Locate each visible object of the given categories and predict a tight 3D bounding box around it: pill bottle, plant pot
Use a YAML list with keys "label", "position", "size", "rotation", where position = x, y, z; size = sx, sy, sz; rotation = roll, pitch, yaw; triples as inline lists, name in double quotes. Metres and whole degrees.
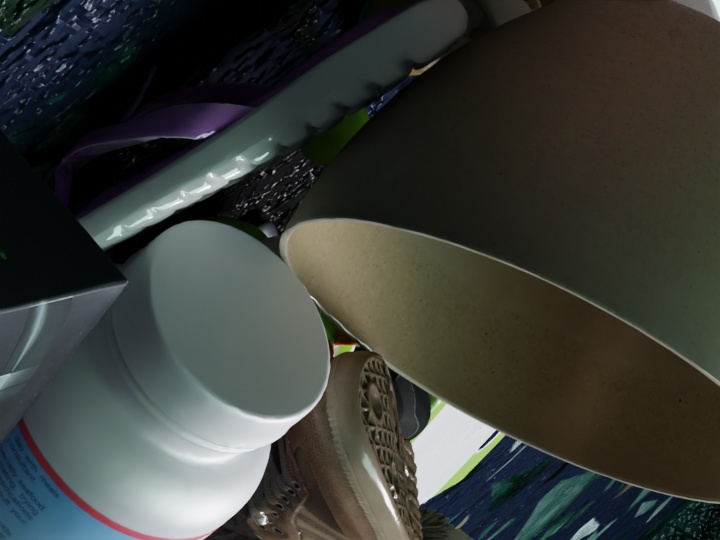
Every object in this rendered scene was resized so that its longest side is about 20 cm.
- label: "pill bottle"
  position: [-0.104, 0.067, 1.009]
  size: [0.200, 0.109, 0.109]
  rotation: [-39, 170, 37]
- label: "plant pot"
  position: [0.090, -0.022, 0.983]
  size: [0.135, 0.200, 0.200]
  rotation: [-62, 171, -16]

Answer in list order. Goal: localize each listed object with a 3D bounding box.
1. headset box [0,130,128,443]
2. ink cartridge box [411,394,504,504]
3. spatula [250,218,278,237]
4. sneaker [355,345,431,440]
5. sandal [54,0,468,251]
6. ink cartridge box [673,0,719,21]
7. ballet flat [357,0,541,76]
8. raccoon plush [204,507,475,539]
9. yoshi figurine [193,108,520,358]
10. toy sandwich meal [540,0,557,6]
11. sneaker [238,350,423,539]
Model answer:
- label: "headset box"
  position: [-0.190, 0.040, 0.808]
  size: [0.200, 0.093, 0.174]
  rotation: [-49, 163, 28]
- label: "ink cartridge box"
  position: [0.027, 0.071, 1.483]
  size: [0.148, 0.076, 0.200]
  rotation: [-50, 164, 29]
- label: "spatula"
  position: [-0.043, 0.019, 1.258]
  size: [0.057, 0.021, 0.200]
  rotation: [-36, 164, -13]
- label: "sneaker"
  position: [-0.024, 0.070, 1.224]
  size: [0.070, 0.090, 0.200]
  rotation: [-29, 152, 19]
- label: "sandal"
  position: [-0.057, -0.053, 0.968]
  size: [0.203, 0.050, 0.082]
  rotation: [-29, -179, 1]
- label: "ink cartridge box"
  position: [0.175, -0.131, 1.110]
  size: [0.116, 0.067, 0.200]
  rotation: [-38, 133, -11]
- label: "ballet flat"
  position: [0.044, -0.114, 1.013]
  size: [0.069, 0.063, 0.200]
  rotation: [-34, 164, -24]
- label: "raccoon plush"
  position: [-0.052, 0.155, 1.345]
  size: [0.134, 0.200, 0.097]
  rotation: [110, 6, -60]
- label: "yoshi figurine"
  position: [-0.008, -0.011, 1.114]
  size: [0.200, 0.112, 0.112]
  rotation: [-27, 178, -19]
- label: "toy sandwich meal"
  position: [0.106, -0.096, 1.224]
  size: [0.205, 0.070, 0.205]
  rotation: [-37, 168, -9]
- label: "sneaker"
  position: [-0.018, 0.085, 1.073]
  size: [0.075, 0.070, 0.200]
  rotation: [-8, 161, 4]
